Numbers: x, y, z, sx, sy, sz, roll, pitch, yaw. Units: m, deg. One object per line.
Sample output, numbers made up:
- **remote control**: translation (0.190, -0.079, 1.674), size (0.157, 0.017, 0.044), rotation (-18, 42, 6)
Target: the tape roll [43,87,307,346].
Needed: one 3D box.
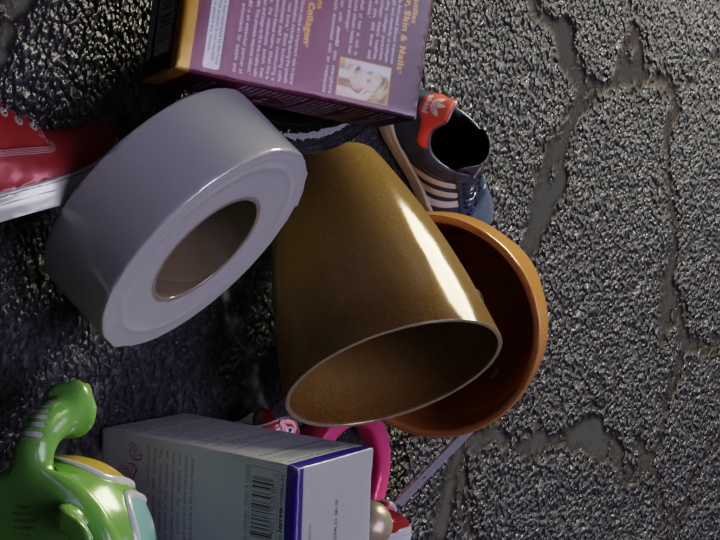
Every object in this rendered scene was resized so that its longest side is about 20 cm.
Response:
- **tape roll**: translation (-0.134, -0.038, 1.400), size (0.202, 0.071, 0.203), rotation (-40, 163, -15)

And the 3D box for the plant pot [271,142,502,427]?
- **plant pot**: translation (0.000, 0.000, 1.583), size (0.186, 0.186, 0.201), rotation (18, 48, -54)

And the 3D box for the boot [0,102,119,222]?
- **boot**: translation (-0.252, -0.112, 1.322), size (0.200, 0.072, 0.145), rotation (-23, 112, -46)

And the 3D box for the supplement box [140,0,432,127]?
- **supplement box**: translation (-0.054, -0.181, 1.433), size (0.199, 0.086, 0.111), rotation (10, 85, -24)

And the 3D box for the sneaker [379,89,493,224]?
- **sneaker**: translation (0.094, -0.095, 1.786), size (0.200, 0.084, 0.075), rotation (49, 57, -46)

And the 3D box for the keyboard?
- **keyboard**: translation (0.102, 0.148, 1.786), size (0.200, 0.011, 0.056), rotation (-47, -179, 13)

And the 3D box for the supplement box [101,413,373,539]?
- **supplement box**: translation (-0.098, 0.178, 1.468), size (0.103, 0.199, 0.102), rotation (-8, 102, -54)

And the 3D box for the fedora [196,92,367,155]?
- **fedora**: translation (-0.061, -0.184, 1.530), size (0.200, 0.092, 0.202), rotation (1, 88, -25)

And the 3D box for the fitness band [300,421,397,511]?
- **fitness band**: translation (-0.028, 0.214, 1.709), size (0.200, 0.037, 0.144), rotation (-58, 137, -32)

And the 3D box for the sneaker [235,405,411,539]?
- **sneaker**: translation (-0.041, 0.177, 1.612), size (0.199, 0.071, 0.113), rotation (9, 84, -27)

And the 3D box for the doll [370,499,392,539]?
- **doll**: translation (-0.047, 0.253, 1.561), size (0.136, 0.200, 0.049), rotation (19, 41, -43)

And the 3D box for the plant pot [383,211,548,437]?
- **plant pot**: translation (0.085, 0.038, 1.721), size (0.140, 0.199, 0.201), rotation (-25, 116, -67)

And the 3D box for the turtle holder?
- **turtle holder**: translation (-0.220, 0.189, 1.376), size (0.186, 0.141, 0.132), rotation (60, 26, 4)
